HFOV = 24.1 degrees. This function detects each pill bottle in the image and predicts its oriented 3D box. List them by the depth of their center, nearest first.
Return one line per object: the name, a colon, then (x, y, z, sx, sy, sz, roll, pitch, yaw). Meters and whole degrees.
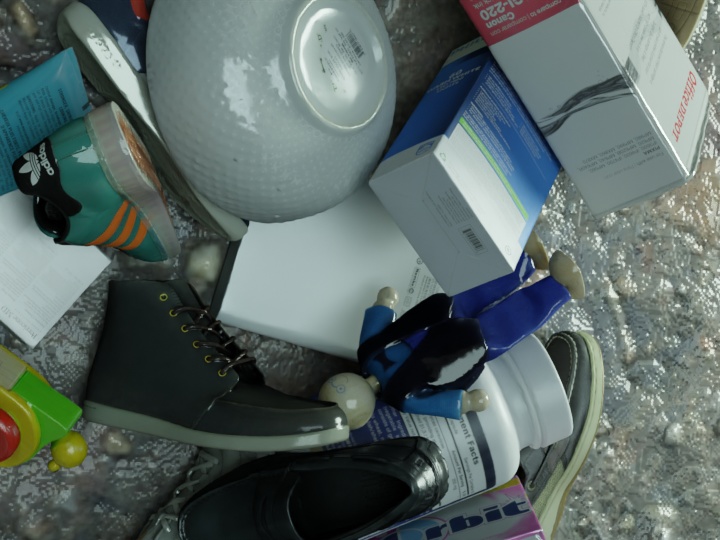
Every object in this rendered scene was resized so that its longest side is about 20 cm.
pill bottle: (0.046, 0.118, 1.221, 0.200, 0.111, 0.111, -21, 104, -8)

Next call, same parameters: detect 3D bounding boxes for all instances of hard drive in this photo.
hard drive: (0.000, 0.000, 1.250, 0.200, 0.026, 0.132, 17, 90, -23)

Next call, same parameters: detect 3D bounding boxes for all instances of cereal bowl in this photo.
cereal bowl: (-0.044, -0.135, 1.140, 0.200, 0.083, 0.200, 7, 80, -45)

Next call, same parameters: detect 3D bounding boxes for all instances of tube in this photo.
tube: (-0.257, -0.067, 1.075, 0.200, 0.050, 0.077, -29, 125, -24)

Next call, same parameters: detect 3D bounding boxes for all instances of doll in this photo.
doll: (0.055, 0.046, 1.177, 0.200, 0.136, 0.048, -36, 138, -14)

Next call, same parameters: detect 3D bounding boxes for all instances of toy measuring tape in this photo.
toy measuring tape: (-0.272, 0.075, 1.138, 0.200, 0.074, 0.074, 36, 82, -5)

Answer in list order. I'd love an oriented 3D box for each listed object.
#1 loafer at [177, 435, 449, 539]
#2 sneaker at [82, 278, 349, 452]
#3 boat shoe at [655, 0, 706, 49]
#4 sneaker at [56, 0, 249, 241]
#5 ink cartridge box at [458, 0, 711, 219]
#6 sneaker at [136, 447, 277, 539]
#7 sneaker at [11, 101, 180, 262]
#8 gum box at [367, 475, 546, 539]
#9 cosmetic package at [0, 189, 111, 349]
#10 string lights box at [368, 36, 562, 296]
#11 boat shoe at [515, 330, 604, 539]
loafer: (-0.040, 0.154, 1.118, 0.201, 0.070, 0.068, -17, 90, 23)
sneaker: (-0.099, 0.062, 1.142, 0.075, 0.200, 0.106, 3, 94, -67)
boat shoe: (0.251, -0.262, 1.300, 0.065, 0.072, 0.200, -13, 111, -56)
sneaker: (-0.120, -0.115, 1.164, 0.085, 0.075, 0.200, -40, 112, -18)
ink cartridge box: (0.169, -0.161, 1.231, 0.200, 0.085, 0.146, 54, 32, -17)
sneaker: (-0.115, 0.178, 1.202, 0.092, 0.076, 0.200, 7, 92, -18)
sneaker: (-0.172, -0.048, 1.105, 0.080, 0.200, 0.071, -21, 71, -1)
gum box: (0.035, 0.223, 1.215, 0.200, 0.114, 0.066, -17, 103, 0)
cosmetic package: (-0.269, -0.044, 1.123, 0.200, 0.051, 0.083, 46, 75, -20)
string lights box: (0.086, -0.083, 1.196, 0.103, 0.059, 0.200, 55, 35, -18)
boat shoe: (0.129, 0.139, 1.294, 0.065, 0.073, 0.200, 16, 90, -28)
